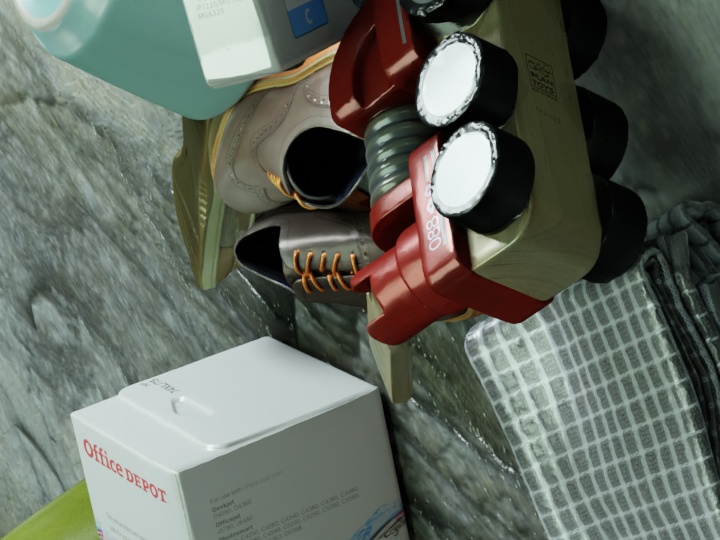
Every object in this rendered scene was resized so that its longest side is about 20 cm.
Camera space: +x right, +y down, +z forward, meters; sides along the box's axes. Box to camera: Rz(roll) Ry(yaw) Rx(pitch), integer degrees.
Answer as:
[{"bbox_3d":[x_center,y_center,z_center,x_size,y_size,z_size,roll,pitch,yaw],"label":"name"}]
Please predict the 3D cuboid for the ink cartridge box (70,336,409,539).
[{"bbox_3d":[-0.065,0.167,1.738,0.147,0.146,0.200,22,128,57],"label":"ink cartridge box"}]

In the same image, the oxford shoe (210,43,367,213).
[{"bbox_3d":[-0.036,-0.066,1.550,0.071,0.073,0.200,26,151,-15],"label":"oxford shoe"}]

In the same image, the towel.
[{"bbox_3d":[0.143,0.082,1.345,0.166,0.086,0.200,-31,81,63],"label":"towel"}]

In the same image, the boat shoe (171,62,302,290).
[{"bbox_3d":[-0.073,-0.060,1.695,0.201,0.063,0.073,98,158,-50],"label":"boat shoe"}]

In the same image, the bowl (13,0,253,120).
[{"bbox_3d":[-0.127,-0.186,1.575,0.201,0.105,0.201,-2,87,60],"label":"bowl"}]

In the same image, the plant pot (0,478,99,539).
[{"bbox_3d":[-0.167,0.224,1.924,0.200,0.193,0.201,43,144,43],"label":"plant pot"}]

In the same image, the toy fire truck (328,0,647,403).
[{"bbox_3d":[0.034,-0.035,1.344,0.200,0.129,0.176,-36,48,35],"label":"toy fire truck"}]

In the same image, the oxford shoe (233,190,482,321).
[{"bbox_3d":[0.000,0.000,1.572,0.200,0.072,0.071,13,120,60],"label":"oxford shoe"}]

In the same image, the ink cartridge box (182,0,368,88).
[{"bbox_3d":[-0.041,-0.195,1.379,0.045,0.200,0.176,-13,101,26],"label":"ink cartridge box"}]
